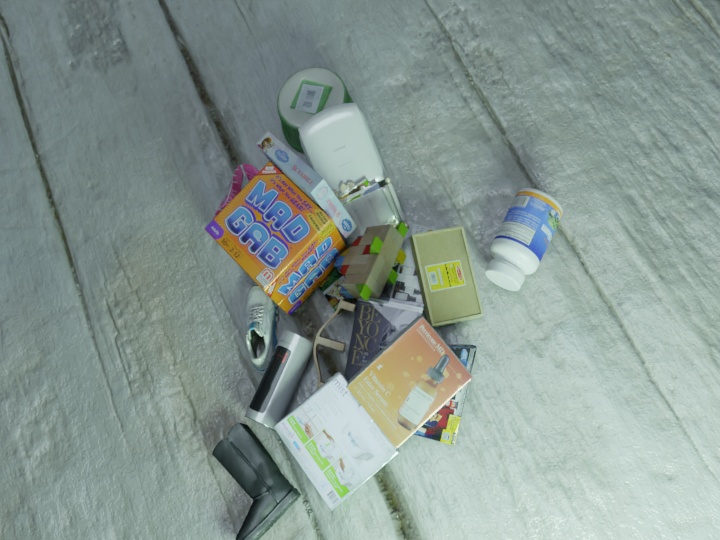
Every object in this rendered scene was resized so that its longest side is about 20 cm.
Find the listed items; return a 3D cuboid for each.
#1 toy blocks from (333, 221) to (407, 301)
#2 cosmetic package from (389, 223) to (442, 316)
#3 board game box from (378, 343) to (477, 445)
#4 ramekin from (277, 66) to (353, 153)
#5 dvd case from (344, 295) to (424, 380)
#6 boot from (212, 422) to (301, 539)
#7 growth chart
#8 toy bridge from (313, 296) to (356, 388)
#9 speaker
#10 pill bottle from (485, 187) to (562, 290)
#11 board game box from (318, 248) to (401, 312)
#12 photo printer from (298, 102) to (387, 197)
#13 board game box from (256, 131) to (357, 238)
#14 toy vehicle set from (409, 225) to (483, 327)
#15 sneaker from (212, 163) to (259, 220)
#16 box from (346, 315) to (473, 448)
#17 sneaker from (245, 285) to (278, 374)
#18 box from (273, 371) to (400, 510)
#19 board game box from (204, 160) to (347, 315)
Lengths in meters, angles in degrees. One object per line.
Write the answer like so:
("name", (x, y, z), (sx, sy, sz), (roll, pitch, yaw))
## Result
("toy blocks", (0.006, -0.018, 1.421), (0.135, 0.100, 0.203), (-4, 52, 45))
("cosmetic package", (0.126, 0.002, 1.467), (0.081, 0.051, 0.204), (13, 73, 13))
("board game box", (0.120, 0.229, 1.358), (0.195, 0.062, 0.205), (14, 89, 4))
("ramekin", (-0.112, -0.399, 1.630), (0.195, 0.098, 0.205), (-3, 70, 9))
("dvd case", (0.049, 0.159, 1.413), (0.145, 0.016, 0.205), (10, 87, 14))
("boot", (-0.243, 0.442, 1.363), (0.164, 0.066, 0.200), (-40, 71, -15))
("growth chart", (0.000, -0.138, 1.523), (0.195, 0.018, 0.148), (-18, 99, 4))
("toy bridge", (-0.065, 0.156, 1.422), (0.066, 0.027, 0.205), (15, 90, 4))
("speaker", (-0.171, 0.235, 1.420), (0.080, 0.081, 0.203), (20, 75, 16))
("pill bottle", (0.347, -0.063, 1.418), (0.110, 0.112, 0.203), (24, 76, 17))
("board game box", (0.000, 0.000, 1.480), (0.199, 0.024, 0.105), (-40, 42, -2))
("photo printer", (-0.045, -0.277, 1.537), (0.163, 0.070, 0.204), (-22, 104, 2))
("board game box", (-0.112, -0.180, 1.409), (0.041, 0.200, 0.200), (-45, 58, -4))
("toy vehicle set", (0.185, 0.012, 1.426), (0.121, 0.027, 0.205), (-8, 79, -14))
("sneaker", (-0.295, -0.158, 1.591), (0.080, 0.088, 0.203), (26, 96, -10))
("box", (0.093, 0.210, 1.276), (0.200, 0.106, 0.153), (-42, 86, 1))
("sneaker", (-0.225, 0.121, 1.468), (0.073, 0.087, 0.204), (-14, 67, 7))
("box", (-0.046, 0.341, 1.335), (0.175, 0.097, 0.201), (-39, 77, -6))
("board game box", (-0.174, -0.064, 1.431), (0.199, 0.200, 0.200), (42, 84, 19))
